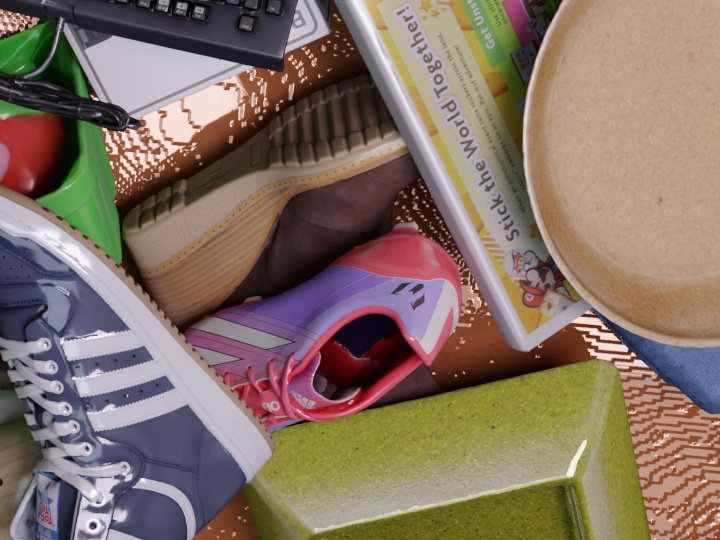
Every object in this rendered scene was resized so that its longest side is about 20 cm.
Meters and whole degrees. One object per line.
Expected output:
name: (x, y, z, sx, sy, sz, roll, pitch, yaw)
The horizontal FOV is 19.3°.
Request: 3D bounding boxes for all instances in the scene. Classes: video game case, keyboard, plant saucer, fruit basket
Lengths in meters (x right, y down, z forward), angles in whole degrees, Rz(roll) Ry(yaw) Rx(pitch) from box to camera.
video game case: (0.101, -0.094, 0.964, 0.182, 0.023, 0.200, -33, 110, -14)
keyboard: (-0.127, -0.121, 0.913, 0.199, 0.021, 0.127, 13, 90, 5)
plant saucer: (0.052, 0.151, 1.093, 0.199, 0.048, 0.200, -13, 129, 4)
fruit basket: (-0.224, -0.060, 0.979, 0.215, 0.156, 0.216, -5, 131, -6)
plant saucer: (0.156, -0.067, 0.960, 0.200, 0.035, 0.201, -4, 101, -21)

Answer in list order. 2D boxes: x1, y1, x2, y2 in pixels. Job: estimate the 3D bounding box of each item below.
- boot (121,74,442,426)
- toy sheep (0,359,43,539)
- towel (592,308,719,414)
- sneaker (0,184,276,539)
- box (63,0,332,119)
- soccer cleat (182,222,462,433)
boot: (0.000, 0.000, 1.041, 0.200, 0.072, 0.166, -24, 121, 22)
toy sheep: (-0.184, 0.105, 1.037, 0.138, 0.200, 0.138, 5, 77, -24)
towel: (0.143, -0.031, 1.042, 0.112, 0.049, 0.200, -41, 108, 7)
sneaker: (-0.129, 0.057, 0.909, 0.109, 0.070, 0.200, -52, 122, -17)
box: (-0.103, -0.180, 0.965, 0.116, 0.060, 0.200, -22, 113, 8)
soccer cleat: (-0.035, 0.048, 0.987, 0.200, 0.077, 0.067, -30, 117, 31)
